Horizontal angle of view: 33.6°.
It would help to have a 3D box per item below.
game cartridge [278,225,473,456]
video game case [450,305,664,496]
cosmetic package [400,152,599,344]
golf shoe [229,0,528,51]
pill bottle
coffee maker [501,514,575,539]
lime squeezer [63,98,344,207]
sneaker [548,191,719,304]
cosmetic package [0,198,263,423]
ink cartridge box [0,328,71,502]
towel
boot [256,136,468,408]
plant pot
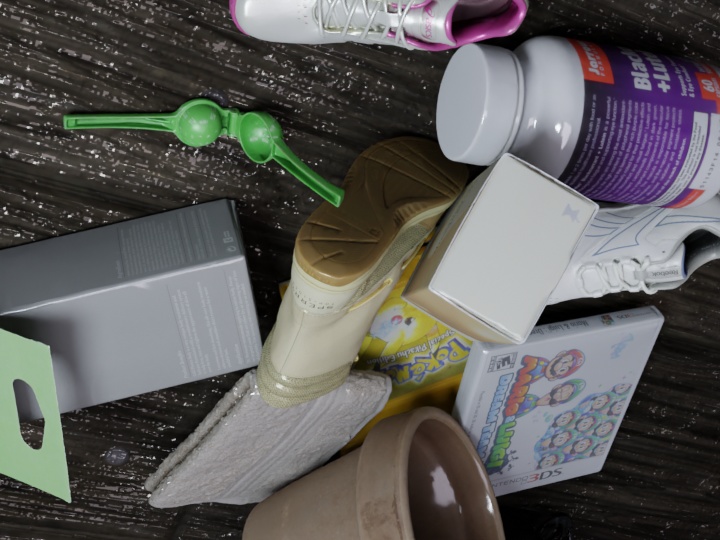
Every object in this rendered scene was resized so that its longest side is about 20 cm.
[{"bbox_3d":[0.042,0.062,0.992,0.176,0.032,0.200,-20,127,-3],"label":"game cartridge"},{"bbox_3d":[0.161,0.123,1.049,0.182,0.024,0.200,-8,132,-23],"label":"video game case"},{"bbox_3d":[0.088,-0.009,0.822,0.071,0.200,0.105,30,85,-1],"label":"cosmetic package"},{"bbox_3d":[0.016,-0.179,0.776,0.200,0.092,0.075,-10,128,-8],"label":"golf shoe"},{"bbox_3d":[0.161,-0.108,0.857,0.200,0.112,0.112,5,123,-21],"label":"pill bottle"},{"bbox_3d":[0.177,0.318,1.081,0.192,0.200,0.135,-35,128,-17],"label":"coffee maker"},{"bbox_3d":[-0.100,-0.088,0.824,0.200,0.071,0.038,17,141,7],"label":"lime squeezer"},{"bbox_3d":[0.211,-0.016,0.953,0.200,0.087,0.075,-23,129,0],"label":"sneaker"},{"bbox_3d":[-0.177,0.030,0.869,0.199,0.090,0.107,-10,127,-7],"label":"cosmetic package"},{"bbox_3d":[-0.299,0.087,0.822,0.200,0.048,0.146,19,128,23],"label":"ink cartridge box"},{"bbox_3d":[-0.078,0.139,0.961,0.132,0.035,0.200,4,142,-37],"label":"towel"},{"bbox_3d":[0.000,0.000,0.868,0.073,0.200,0.156,30,132,10],"label":"boot"},{"bbox_3d":[0.004,0.225,0.959,0.174,0.201,0.200,-18,131,22],"label":"plant pot"}]
